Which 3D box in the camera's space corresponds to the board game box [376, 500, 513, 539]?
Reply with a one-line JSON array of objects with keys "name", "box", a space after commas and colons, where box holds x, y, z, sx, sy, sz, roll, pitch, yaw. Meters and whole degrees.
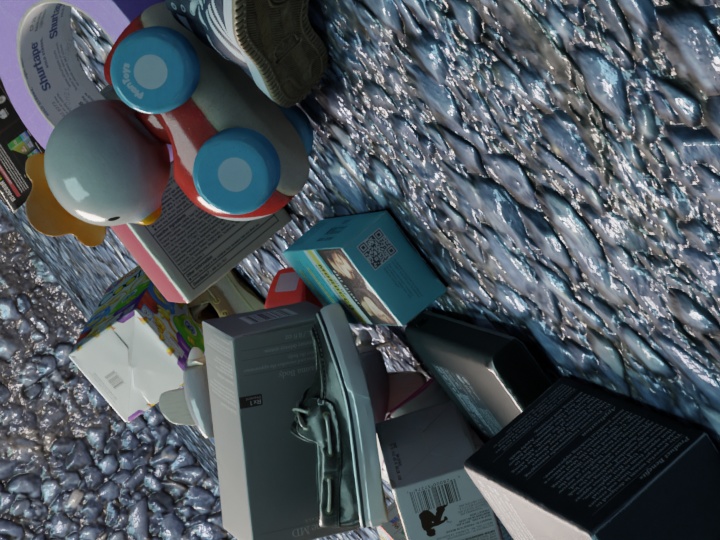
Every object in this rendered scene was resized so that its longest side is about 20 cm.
[{"name": "board game box", "box": [0.121, 0.294, 1.933, 0.200, 0.105, 0.103, 45, 167, 26]}]

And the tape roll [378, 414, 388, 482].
[{"name": "tape roll", "box": [-0.009, 0.139, 2.089, 0.203, 0.037, 0.203, 47, 167, 15]}]

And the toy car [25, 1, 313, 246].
[{"name": "toy car", "box": [-0.159, -0.081, 1.495, 0.177, 0.200, 0.184, 51, -166, -5]}]

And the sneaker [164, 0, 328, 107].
[{"name": "sneaker", "box": [-0.086, -0.194, 1.354, 0.108, 0.070, 0.200, 43, 168, 21]}]

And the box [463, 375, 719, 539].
[{"name": "box", "box": [0.187, 0.178, 1.388, 0.149, 0.107, 0.200, 55, 167, -21]}]

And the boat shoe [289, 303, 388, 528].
[{"name": "boat shoe", "box": [-0.024, 0.129, 1.677, 0.072, 0.071, 0.200, -114, 14, -78]}]

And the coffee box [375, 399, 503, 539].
[{"name": "coffee box", "box": [0.080, 0.228, 1.700, 0.113, 0.080, 0.200, -107, 0, -63]}]

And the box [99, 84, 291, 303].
[{"name": "box", "box": [-0.180, -0.084, 1.838, 0.200, 0.128, 0.109, 53, 167, -9]}]

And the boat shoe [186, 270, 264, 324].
[{"name": "boat shoe", "box": [-0.163, 0.032, 2.236, 0.200, 0.066, 0.074, 42, 165, 33]}]

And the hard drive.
[{"name": "hard drive", "box": [0.114, 0.103, 1.570, 0.140, 0.033, 0.200, 54, 169, -14]}]

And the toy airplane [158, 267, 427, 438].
[{"name": "toy airplane", "box": [-0.067, 0.113, 1.849, 0.199, 0.200, 0.141, 43, 178, 25]}]

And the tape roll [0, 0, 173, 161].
[{"name": "tape roll", "box": [-0.217, -0.174, 1.669, 0.200, 0.066, 0.200, 23, 130, 31]}]

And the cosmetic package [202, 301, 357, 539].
[{"name": "cosmetic package", "box": [-0.070, 0.136, 1.744, 0.090, 0.107, 0.200, -161, 61, -65]}]

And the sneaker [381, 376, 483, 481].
[{"name": "sneaker", "box": [0.074, 0.176, 1.815, 0.088, 0.081, 0.200, 47, 167, 21]}]

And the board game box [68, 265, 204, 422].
[{"name": "board game box", "box": [-0.242, 0.067, 2.290, 0.105, 0.103, 0.200, 51, -161, -14]}]

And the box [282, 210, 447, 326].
[{"name": "box", "box": [0.000, 0.000, 1.646, 0.082, 0.049, 0.200, 52, 167, -9]}]

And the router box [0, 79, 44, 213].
[{"name": "router box", "box": [-0.375, -0.183, 2.162, 0.062, 0.150, 0.200, 38, 162, 43]}]
